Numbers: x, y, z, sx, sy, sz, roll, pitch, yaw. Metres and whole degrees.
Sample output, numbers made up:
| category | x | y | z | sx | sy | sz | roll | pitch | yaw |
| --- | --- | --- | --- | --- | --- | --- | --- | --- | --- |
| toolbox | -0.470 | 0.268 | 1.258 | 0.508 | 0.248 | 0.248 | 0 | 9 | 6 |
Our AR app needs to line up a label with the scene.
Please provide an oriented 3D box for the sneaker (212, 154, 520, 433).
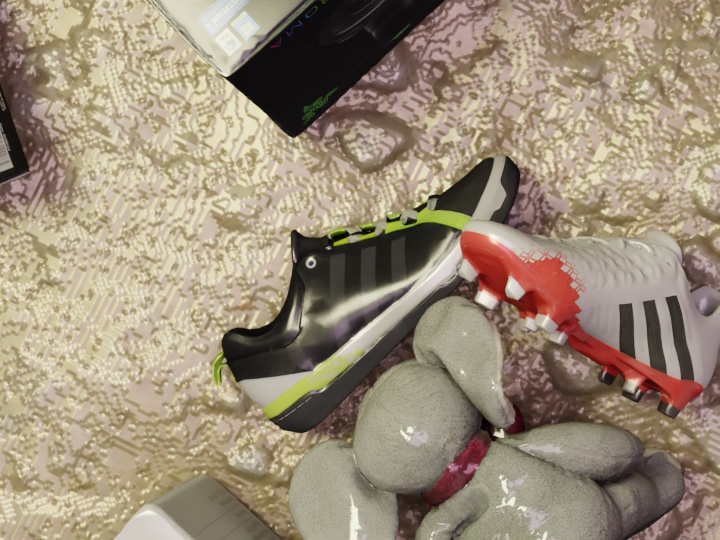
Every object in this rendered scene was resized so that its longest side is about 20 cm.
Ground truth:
| category | x | y | z | sx | sy | sz | roll | pitch | yaw |
| --- | --- | --- | --- | --- | --- | --- | --- | --- | --- |
| sneaker | 0.000 | 0.000 | 1.344 | 0.083 | 0.072 | 0.200 | 44 | 92 | -3 |

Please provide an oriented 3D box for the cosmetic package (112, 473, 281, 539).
| category | x | y | z | sx | sy | sz | roll | pitch | yaw |
| --- | --- | --- | --- | --- | --- | --- | --- | --- | --- |
| cosmetic package | -0.076 | 0.237 | 1.303 | 0.200 | 0.166 | 0.167 | 41 | 94 | 4 |

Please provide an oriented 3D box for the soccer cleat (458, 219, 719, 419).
| category | x | y | z | sx | sy | sz | roll | pitch | yaw |
| --- | --- | --- | --- | --- | --- | --- | --- | --- | --- |
| soccer cleat | 0.127 | 0.006 | 1.323 | 0.200 | 0.069 | 0.085 | 33 | 82 | -38 |

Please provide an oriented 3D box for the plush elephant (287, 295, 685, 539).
| category | x | y | z | sx | sy | sz | roll | pitch | yaw |
| --- | --- | --- | --- | --- | --- | --- | --- | --- | --- |
| plush elephant | 0.057 | 0.109 | 1.322 | 0.165 | 0.200 | 0.155 | -41 | 78 | 9 |

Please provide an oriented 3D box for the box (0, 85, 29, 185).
| category | x | y | z | sx | sy | sz | roll | pitch | yaw |
| --- | --- | --- | --- | --- | --- | --- | --- | --- | --- |
| box | -0.255 | -0.131 | 1.310 | 0.110 | 0.035 | 0.200 | -13 | 99 | 35 |

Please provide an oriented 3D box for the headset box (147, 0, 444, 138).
| category | x | y | z | sx | sy | sz | roll | pitch | yaw |
| --- | --- | --- | --- | --- | --- | --- | --- | --- | --- |
| headset box | -0.017 | -0.168 | 1.267 | 0.174 | 0.200 | 0.093 | -43 | 80 | 1 |
